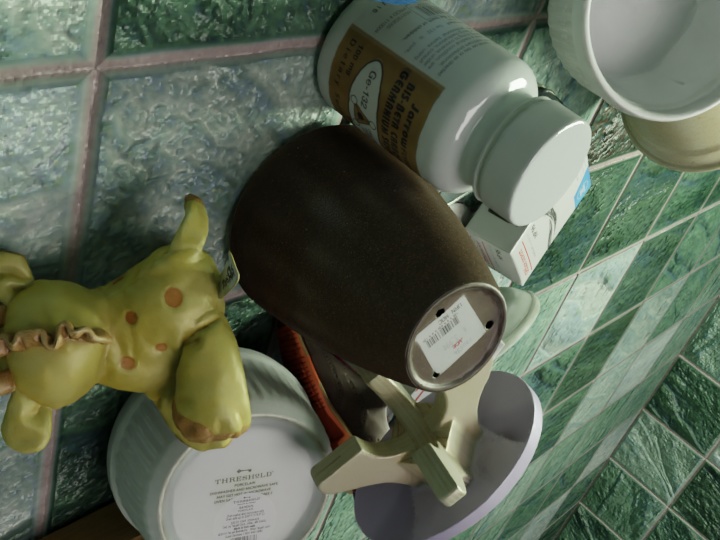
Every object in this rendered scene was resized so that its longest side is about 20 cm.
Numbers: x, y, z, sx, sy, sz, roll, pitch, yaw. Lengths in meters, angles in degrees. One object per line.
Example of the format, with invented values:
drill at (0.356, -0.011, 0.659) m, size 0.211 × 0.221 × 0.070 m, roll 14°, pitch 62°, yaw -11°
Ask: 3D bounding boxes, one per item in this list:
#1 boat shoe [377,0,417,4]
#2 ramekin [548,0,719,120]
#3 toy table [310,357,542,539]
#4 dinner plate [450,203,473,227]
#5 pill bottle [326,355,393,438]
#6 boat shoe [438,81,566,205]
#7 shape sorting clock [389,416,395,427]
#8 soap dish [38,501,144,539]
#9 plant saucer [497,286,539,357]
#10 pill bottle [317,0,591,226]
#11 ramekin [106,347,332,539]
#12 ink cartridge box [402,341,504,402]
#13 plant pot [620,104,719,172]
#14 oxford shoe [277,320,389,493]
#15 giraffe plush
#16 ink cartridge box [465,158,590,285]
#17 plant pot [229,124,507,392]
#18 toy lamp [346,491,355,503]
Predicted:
boat shoe at (-0.028, -0.215, 0.562) m, size 0.084 × 0.069 × 0.200 m, roll -51°, pitch 153°, yaw 22°
ramekin at (0.272, -0.249, 0.824) m, size 0.199 × 0.105 × 0.201 m, roll -6°, pitch 111°, yaw -15°
toy table at (0.056, 0.149, 0.765) m, size 0.200 × 0.184 × 0.117 m, roll -48°, pitch 134°, yaw -4°
dinner plate at (0.072, 0.009, 1.039) m, size 0.200 × 0.024 × 0.201 m, roll -35°, pitch 149°, yaw -25°
pill bottle at (-0.071, 0.182, 0.947) m, size 0.200 × 0.113 × 0.114 m, roll -41°, pitch 152°, yaw -17°
boat shoe at (0.145, -0.125, 0.932) m, size 0.200 × 0.062 × 0.073 m, roll -40°, pitch 152°, yaw -17°
shape sorting clock at (0.081, 0.164, 1.005) m, size 0.199 × 0.039 × 0.200 m, roll -26°, pitch -175°, yaw 3°
soap dish at (-0.257, 0.305, 0.864) m, size 0.200 × 0.081 × 0.158 m, roll -21°, pitch 142°, yaw -43°
plant saucer at (0.126, 0.070, 1.098) m, size 0.200 × 0.050 × 0.200 m, roll -32°, pitch -167°, yaw 8°
pill bottle at (0.070, -0.125, 0.670) m, size 0.114 × 0.200 × 0.115 m, roll -35°, pitch 149°, yaw -25°
ramekin at (-0.118, 0.179, 0.790) m, size 0.199 × 0.105 × 0.201 m, roll -9°, pitch 111°, yaw -26°
ink cartridge box at (0.083, 0.086, 0.936) m, size 0.116 × 0.067 × 0.200 m, roll -54°, pitch -168°, yaw 11°
plant pot at (0.367, -0.231, 0.993) m, size 0.201 × 0.200 × 0.183 m, roll -56°, pitch 147°, yaw 13°
oxford shoe at (-0.020, 0.121, 0.881) m, size 0.072 × 0.201 × 0.071 m, roll -28°, pitch -176°, yaw -22°
giraffe plush at (-0.175, 0.052, 0.612) m, size 0.162 × 0.173 × 0.200 m, roll -12°, pitch 150°, yaw -19°
ink cartridge box at (0.193, -0.061, 1.052) m, size 0.200 × 0.068 × 0.116 m, roll -55°, pitch 153°, yaw -6°
plant pot at (0.019, 0.005, 0.706) m, size 0.186 × 0.200 × 0.188 m, roll -17°, pitch 126°, yaw -25°
toy lamp at (-0.036, 0.238, 1.014) m, size 0.058 × 0.200 × 0.058 m, roll 2°, pitch 86°, yaw -34°
